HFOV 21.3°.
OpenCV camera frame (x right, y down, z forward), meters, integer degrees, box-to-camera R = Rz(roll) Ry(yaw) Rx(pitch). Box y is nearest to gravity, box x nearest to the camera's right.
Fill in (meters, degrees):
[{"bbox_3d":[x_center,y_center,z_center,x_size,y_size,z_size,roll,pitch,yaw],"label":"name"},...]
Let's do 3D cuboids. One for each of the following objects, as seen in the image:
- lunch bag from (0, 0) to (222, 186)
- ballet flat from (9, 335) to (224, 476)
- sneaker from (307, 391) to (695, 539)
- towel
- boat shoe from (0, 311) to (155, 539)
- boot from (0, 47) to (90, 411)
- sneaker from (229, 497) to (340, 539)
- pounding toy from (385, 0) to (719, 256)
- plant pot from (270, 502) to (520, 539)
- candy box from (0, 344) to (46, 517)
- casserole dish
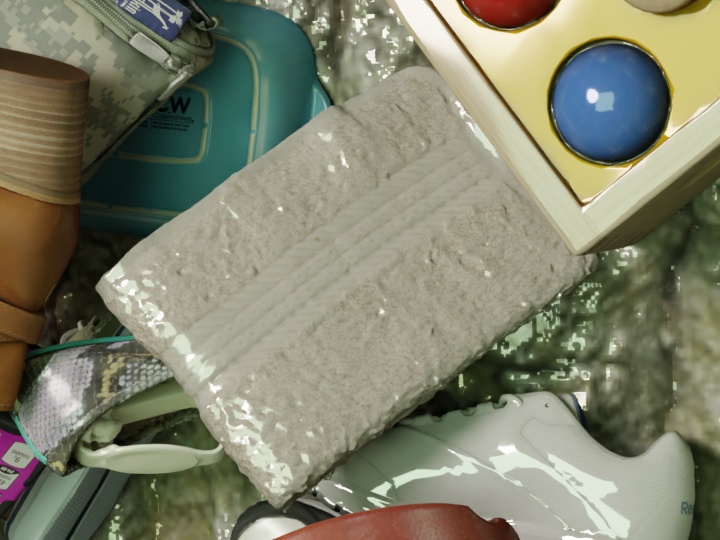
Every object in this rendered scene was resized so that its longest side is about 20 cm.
[{"bbox_3d":[-0.181,-0.102,0.886,0.168,0.139,0.200,45,110,-6],"label":"lunch bag"},{"bbox_3d":[-0.059,0.052,0.874,0.199,0.072,0.072,-15,87,-16],"label":"ballet flat"},{"bbox_3d":[0.061,0.093,0.881,0.199,0.075,0.088,13,86,14],"label":"sneaker"},{"bbox_3d":[0.000,0.000,0.850,0.200,0.035,0.133,-37,79,-20],"label":"towel"},{"bbox_3d":[-0.129,0.057,0.945,0.062,0.072,0.200,41,108,20],"label":"boat shoe"},{"bbox_3d":[-0.219,-0.028,0.805,0.199,0.077,0.156,11,106,-13],"label":"boot"},{"bbox_3d":[0.003,0.191,0.896,0.074,0.080,0.200,-43,76,20],"label":"sneaker"},{"bbox_3d":[0.118,-0.139,0.795,0.200,0.142,0.184,-40,79,19],"label":"pounding toy"},{"bbox_3d":[0.020,0.212,0.762,0.200,0.201,0.196,-28,57,21],"label":"plant pot"},{"bbox_3d":[-0.246,0.094,0.922,0.136,0.061,0.200,28,126,-21],"label":"candy box"},{"bbox_3d":[-0.111,-0.076,0.947,0.199,0.039,0.122,8,96,20],"label":"casserole dish"}]
